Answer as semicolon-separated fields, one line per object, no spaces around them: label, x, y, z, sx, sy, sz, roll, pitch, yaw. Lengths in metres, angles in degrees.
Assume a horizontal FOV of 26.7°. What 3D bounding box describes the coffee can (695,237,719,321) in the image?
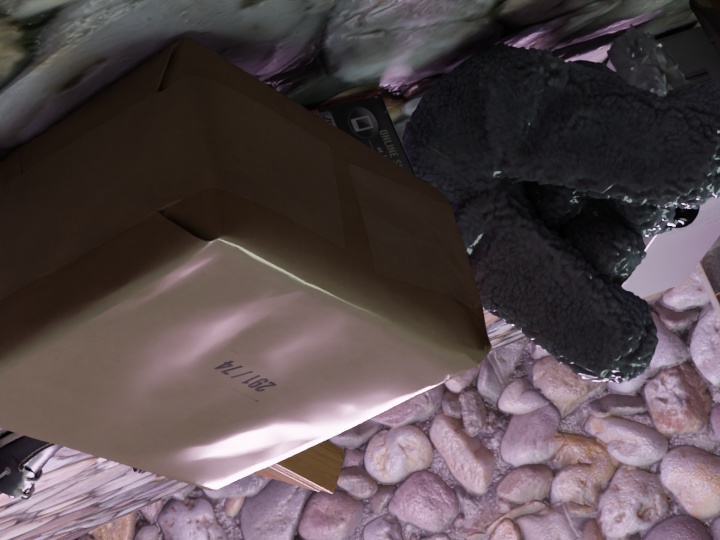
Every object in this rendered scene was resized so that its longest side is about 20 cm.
coffee can;0.361;-0.053;1.386;0.145;0.202;0.146;-23;172;-4

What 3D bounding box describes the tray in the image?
tray;-0.092;0.107;1.030;0.098;0.037;0.200;11;165;25

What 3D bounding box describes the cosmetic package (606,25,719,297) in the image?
cosmetic package;0.206;-0.067;1.078;0.080;0.114;0.200;-18;157;-18

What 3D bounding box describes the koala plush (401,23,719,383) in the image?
koala plush;0.135;-0.063;0.902;0.200;0.183;0.179;-31;146;-61

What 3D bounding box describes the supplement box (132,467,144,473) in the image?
supplement box;-0.098;0.071;1.220;0.198;0.104;0.131;-20;170;-27

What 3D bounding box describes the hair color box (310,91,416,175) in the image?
hair color box;-0.037;-0.013;0.897;0.061;0.102;0.200;-17;168;-34

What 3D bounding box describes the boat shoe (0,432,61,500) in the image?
boat shoe;-0.328;0.192;1.459;0.199;0.063;0.073;-28;170;22

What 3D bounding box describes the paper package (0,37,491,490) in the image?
paper package;-0.074;0.011;0.715;0.190;0.104;0.199;-29;147;27

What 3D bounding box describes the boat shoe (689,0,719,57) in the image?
boat shoe;0.260;-0.158;0.953;0.074;0.076;0.200;-33;177;22
